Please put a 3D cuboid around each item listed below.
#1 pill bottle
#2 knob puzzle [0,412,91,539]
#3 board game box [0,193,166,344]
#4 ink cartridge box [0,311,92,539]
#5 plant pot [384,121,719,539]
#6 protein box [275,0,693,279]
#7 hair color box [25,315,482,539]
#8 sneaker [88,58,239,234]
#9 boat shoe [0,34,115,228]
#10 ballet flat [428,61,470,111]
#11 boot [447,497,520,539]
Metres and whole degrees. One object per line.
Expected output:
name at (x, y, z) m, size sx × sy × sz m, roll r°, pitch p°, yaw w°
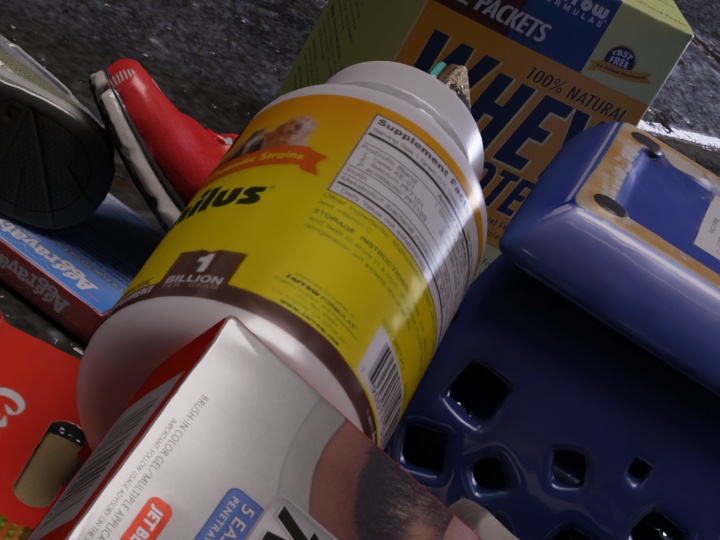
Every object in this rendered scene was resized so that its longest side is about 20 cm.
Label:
pill bottle at (-0.019, 0.004, 0.771) m, size 0.109 × 0.109 × 0.200 m, roll 31°, pitch 42°, yaw 0°
knob puzzle at (-0.141, 0.102, 0.680) m, size 0.219 × 0.031 × 0.220 m, roll 25°, pitch 24°, yaw -12°
board game box at (-0.175, -0.042, 0.943) m, size 0.200 × 0.019 × 0.103 m, roll 36°, pitch 23°, yaw 11°
ink cartridge box at (-0.169, 0.017, 0.717) m, size 0.199 × 0.050 × 0.162 m, roll 26°, pitch 24°, yaw -3°
plant pot at (0.121, 0.057, 0.900) m, size 0.199 × 0.180 × 0.200 m, roll 32°, pitch 23°, yaw 5°
protein box at (0.058, -0.110, 1.132) m, size 0.134 × 0.200 × 0.199 m, roll 23°, pitch 24°, yaw -16°
hair color box at (-0.007, 0.125, 0.642) m, size 0.200 × 0.064 × 0.111 m, roll 42°, pitch 54°, yaw -11°
sneaker at (-0.046, -0.041, 0.946) m, size 0.200 × 0.085 × 0.077 m, roll 43°, pitch 9°, yaw -37°
boat shoe at (-0.197, -0.092, 0.908) m, size 0.201 × 0.075 × 0.065 m, roll 31°, pitch 15°, yaw -12°
ballet flat at (0.000, 0.000, 0.896) m, size 0.075 × 0.200 × 0.068 m, roll 41°, pitch -15°, yaw 6°
boot at (0.112, 0.180, 0.747) m, size 0.069 × 0.201 × 0.174 m, roll -35°, pitch 31°, yaw -30°
